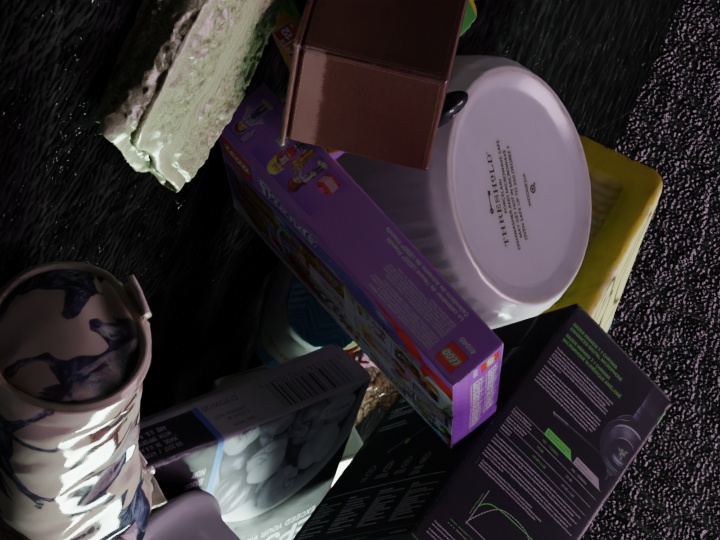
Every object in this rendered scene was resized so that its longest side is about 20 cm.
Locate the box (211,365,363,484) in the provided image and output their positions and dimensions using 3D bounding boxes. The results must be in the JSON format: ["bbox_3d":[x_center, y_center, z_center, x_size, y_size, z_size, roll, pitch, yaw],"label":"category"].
[{"bbox_3d":[-0.064,0.161,1.629,0.078,0.095,0.200,-15,145,-25],"label":"box"}]

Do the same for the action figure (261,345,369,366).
[{"bbox_3d":[-0.017,0.044,1.658,0.200,0.052,0.065,-42,-170,23],"label":"action figure"}]

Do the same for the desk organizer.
[{"bbox_3d":[0.019,-0.149,1.214,0.072,0.077,0.200,102,2,-49],"label":"desk organizer"}]

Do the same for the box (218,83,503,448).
[{"bbox_3d":[0.000,0.000,1.312,0.039,0.200,0.137,-40,165,-10],"label":"box"}]

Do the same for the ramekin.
[{"bbox_3d":[0.070,-0.050,1.540,0.202,0.094,0.203,11,76,-49],"label":"ramekin"}]

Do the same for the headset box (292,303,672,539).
[{"bbox_3d":[0.073,0.123,1.439,0.200,0.093,0.174,-53,-165,-28],"label":"headset box"}]

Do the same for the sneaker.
[{"bbox_3d":[-0.017,-0.020,1.581,0.081,0.076,0.200,-38,-159,55],"label":"sneaker"}]

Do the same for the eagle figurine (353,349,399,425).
[{"bbox_3d":[0.017,0.106,1.751,0.200,0.151,0.151,-61,144,-9],"label":"eagle figurine"}]

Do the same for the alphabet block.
[{"bbox_3d":[0.106,0.005,1.893,0.196,0.196,0.200,-58,169,-39],"label":"alphabet block"}]

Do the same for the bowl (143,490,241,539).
[{"bbox_3d":[-0.109,0.232,1.328,0.201,0.090,0.201,-51,162,-24],"label":"bowl"}]

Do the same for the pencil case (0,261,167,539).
[{"bbox_3d":[-0.138,0.075,1.121,0.089,0.078,0.200,-31,156,-23],"label":"pencil case"}]

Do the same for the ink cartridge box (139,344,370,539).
[{"bbox_3d":[-0.099,0.155,1.438,0.198,0.043,0.200,-21,143,-41],"label":"ink cartridge box"}]

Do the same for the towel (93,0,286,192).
[{"bbox_3d":[-0.061,-0.136,1.121,0.200,0.036,0.148,-64,171,-1],"label":"towel"}]

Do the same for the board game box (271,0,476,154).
[{"bbox_3d":[0.009,-0.149,1.322,0.096,0.030,0.200,65,34,-16],"label":"board game box"}]

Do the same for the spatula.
[{"bbox_3d":[0.016,-0.080,1.318,0.056,0.021,0.200,-37,-170,-21],"label":"spatula"}]
